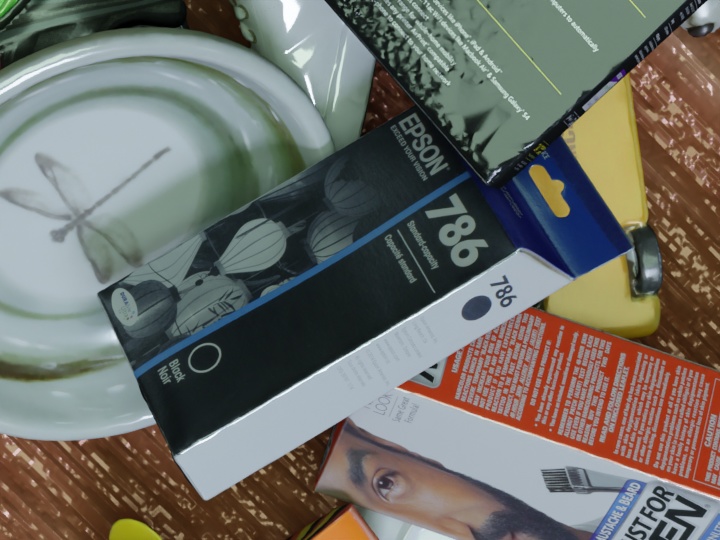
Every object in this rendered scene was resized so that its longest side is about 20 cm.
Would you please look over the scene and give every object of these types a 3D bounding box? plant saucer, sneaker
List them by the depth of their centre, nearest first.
[{"bbox_3d":[-0.107,-0.022,1.132,0.199,0.050,0.201,-13,131,-16],"label":"plant saucer"},{"bbox_3d":[-0.153,-0.067,1.145,0.200,0.077,0.084,-43,95,1],"label":"sneaker"},{"bbox_3d":[-0.031,-0.110,1.159,0.084,0.073,0.201,9,114,-5],"label":"sneaker"}]

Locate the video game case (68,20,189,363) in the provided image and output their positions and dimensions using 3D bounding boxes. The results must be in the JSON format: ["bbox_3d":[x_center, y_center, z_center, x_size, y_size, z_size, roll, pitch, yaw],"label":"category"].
[{"bbox_3d":[-0.150,-0.054,1.194,0.180,0.026,0.201,-22,93,-3],"label":"video game case"}]

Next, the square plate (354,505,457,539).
[{"bbox_3d":[0.074,0.184,1.214,0.197,0.028,0.201,16,90,-4],"label":"square plate"}]

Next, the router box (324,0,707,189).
[{"bbox_3d":[0.040,-0.154,1.056,0.149,0.051,0.200,-41,86,6],"label":"router box"}]

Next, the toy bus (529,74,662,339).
[{"bbox_3d":[0.081,-0.069,1.184,0.065,0.078,0.202,-8,92,-5],"label":"toy bus"}]

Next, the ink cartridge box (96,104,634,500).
[{"bbox_3d":[0.000,0.000,1.098,0.199,0.039,0.100,-31,48,-1],"label":"ink cartridge box"}]

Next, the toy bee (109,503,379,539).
[{"bbox_3d":[-0.083,0.169,1.173,0.199,0.109,0.132,-15,86,-22],"label":"toy bee"}]

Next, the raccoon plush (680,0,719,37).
[{"bbox_3d":[0.134,-0.194,1.153,0.096,0.134,0.201,-26,71,30],"label":"raccoon plush"}]

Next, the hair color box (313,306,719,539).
[{"bbox_3d":[0.090,0.077,1.154,0.199,0.111,0.064,20,59,-1],"label":"hair color box"}]
